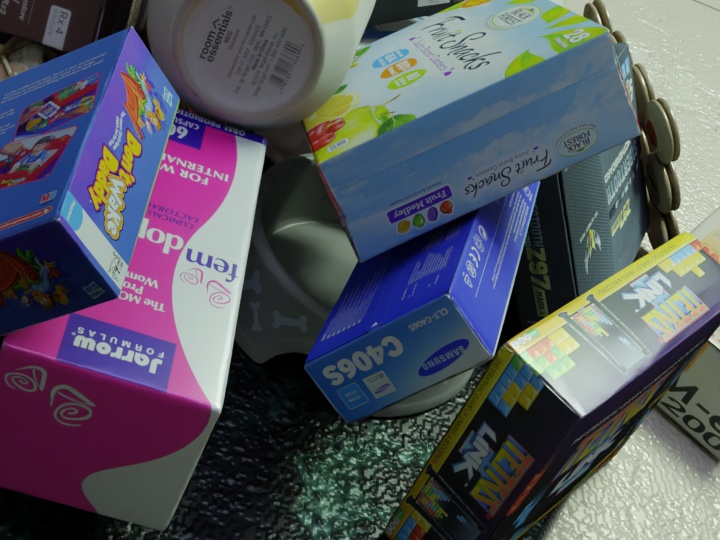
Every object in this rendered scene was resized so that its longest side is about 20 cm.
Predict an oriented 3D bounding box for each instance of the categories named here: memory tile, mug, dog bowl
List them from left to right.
[{"bbox_3d":[-0.065,-0.172,0.651,0.147,0.188,0.154,-16,31,10],"label":"mug"},{"bbox_3d":[0.000,0.000,0.759,0.197,0.059,0.202,16,41,-14],"label":"dog bowl"},{"bbox_3d":[0.226,-0.120,0.959,0.017,0.154,0.201,-15,44,0],"label":"memory tile"}]

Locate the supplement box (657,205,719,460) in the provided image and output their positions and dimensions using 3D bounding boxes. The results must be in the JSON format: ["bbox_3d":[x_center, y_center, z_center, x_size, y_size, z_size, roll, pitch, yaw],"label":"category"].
[{"bbox_3d":[0.279,0.037,0.868,0.126,0.074,0.199,42,41,16],"label":"supplement box"}]

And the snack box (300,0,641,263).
[{"bbox_3d":[0.049,-0.098,0.676,0.167,0.068,0.200,-24,24,2],"label":"snack box"}]

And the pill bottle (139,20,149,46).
[{"bbox_3d":[-0.152,-0.235,0.884,0.199,0.113,0.112,37,40,13],"label":"pill bottle"}]

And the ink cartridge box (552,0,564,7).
[{"bbox_3d":[0.147,-0.137,0.897,0.199,0.050,0.164,36,52,-35],"label":"ink cartridge box"}]

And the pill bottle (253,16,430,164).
[{"bbox_3d":[0.021,-0.138,0.880,0.198,0.113,0.113,-11,52,-39],"label":"pill bottle"}]

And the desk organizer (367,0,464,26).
[{"bbox_3d":[-0.006,-0.220,0.802,0.197,0.073,0.077,-15,37,-20],"label":"desk organizer"}]

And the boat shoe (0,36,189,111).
[{"bbox_3d":[-0.196,-0.105,0.682,0.197,0.070,0.074,14,39,-17],"label":"boat shoe"}]

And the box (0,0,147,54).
[{"bbox_3d":[-0.173,-0.200,0.723,0.074,0.101,0.200,17,14,-9],"label":"box"}]

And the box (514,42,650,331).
[{"bbox_3d":[0.161,-0.056,0.835,0.050,0.160,0.200,3,31,28],"label":"box"}]

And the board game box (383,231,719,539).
[{"bbox_3d":[0.121,0.079,0.656,0.057,0.166,0.199,44,43,20],"label":"board game box"}]

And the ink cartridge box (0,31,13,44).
[{"bbox_3d":[-0.252,-0.243,0.768,0.083,0.201,0.145,25,38,-8],"label":"ink cartridge box"}]

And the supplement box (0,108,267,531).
[{"bbox_3d":[-0.117,0.012,0.579,0.100,0.104,0.202,18,42,-14],"label":"supplement box"}]

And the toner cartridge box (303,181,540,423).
[{"bbox_3d":[0.042,-0.003,0.646,0.043,0.094,0.201,52,30,-16],"label":"toner cartridge box"}]

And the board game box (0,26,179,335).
[{"bbox_3d":[-0.187,-0.024,0.516,0.045,0.198,0.136,57,26,-37],"label":"board game box"}]

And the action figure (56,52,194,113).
[{"bbox_3d":[-0.155,-0.120,0.812,0.065,0.052,0.200,-17,58,-47],"label":"action figure"}]

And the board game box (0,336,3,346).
[{"bbox_3d":[-0.226,-0.019,0.659,0.197,0.041,0.202,8,43,-23],"label":"board game box"}]
